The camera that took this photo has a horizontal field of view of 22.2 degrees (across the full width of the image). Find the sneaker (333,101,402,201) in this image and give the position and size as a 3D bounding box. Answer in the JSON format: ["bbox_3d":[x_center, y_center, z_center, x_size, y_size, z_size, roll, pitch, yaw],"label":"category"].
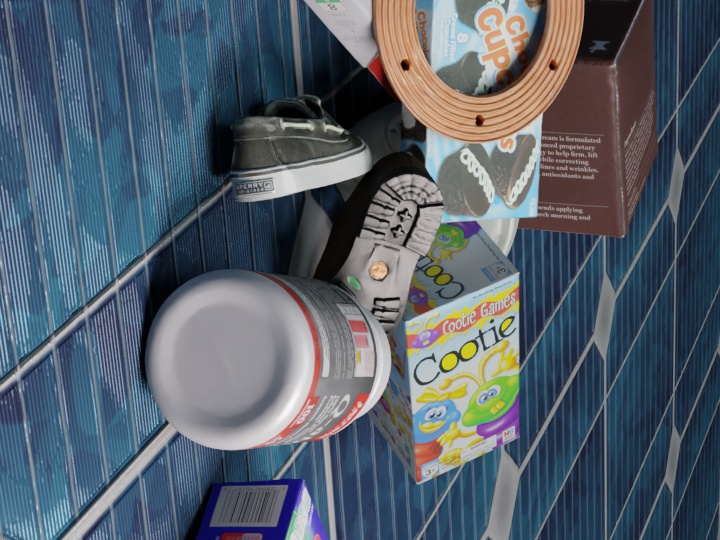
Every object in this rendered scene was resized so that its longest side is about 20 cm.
[{"bbox_3d":[0.059,-0.120,1.472,0.200,0.075,0.081,-35,176,-25],"label":"sneaker"}]

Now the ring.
[{"bbox_3d":[0.087,-0.195,1.367,0.200,0.019,0.201,-8,103,-35],"label":"ring"}]

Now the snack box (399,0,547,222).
[{"bbox_3d":[0.088,-0.139,1.412,0.116,0.037,0.200,-5,101,-36],"label":"snack box"}]

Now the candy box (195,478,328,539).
[{"bbox_3d":[-0.063,0.275,1.293,0.169,0.077,0.200,-74,155,-45],"label":"candy box"}]

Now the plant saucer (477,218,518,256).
[{"bbox_3d":[0.078,-0.038,1.560,0.200,0.050,0.200,-21,123,-37],"label":"plant saucer"}]

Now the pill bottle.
[{"bbox_3d":[-0.054,0.060,1.243,0.200,0.116,0.116,8,88,-70],"label":"pill bottle"}]

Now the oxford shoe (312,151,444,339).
[{"bbox_3d":[0.000,0.000,1.387,0.200,0.073,0.084,-58,-159,19],"label":"oxford shoe"}]

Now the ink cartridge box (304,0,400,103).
[{"bbox_3d":[0.024,-0.237,1.383,0.200,0.050,0.161,40,58,-57],"label":"ink cartridge box"}]

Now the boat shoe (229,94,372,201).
[{"bbox_3d":[-0.040,-0.092,1.305,0.200,0.071,0.064,-31,114,-73],"label":"boat shoe"}]

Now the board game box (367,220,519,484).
[{"bbox_3d":[0.062,0.059,1.496,0.105,0.103,0.200,54,-21,39],"label":"board game box"}]

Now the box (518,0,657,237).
[{"bbox_3d":[0.194,-0.162,1.805,0.164,0.166,0.200,-60,149,-48],"label":"box"}]
